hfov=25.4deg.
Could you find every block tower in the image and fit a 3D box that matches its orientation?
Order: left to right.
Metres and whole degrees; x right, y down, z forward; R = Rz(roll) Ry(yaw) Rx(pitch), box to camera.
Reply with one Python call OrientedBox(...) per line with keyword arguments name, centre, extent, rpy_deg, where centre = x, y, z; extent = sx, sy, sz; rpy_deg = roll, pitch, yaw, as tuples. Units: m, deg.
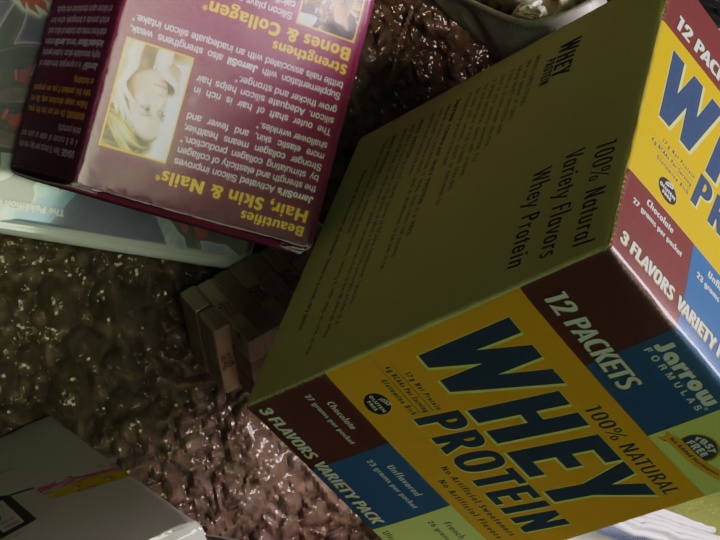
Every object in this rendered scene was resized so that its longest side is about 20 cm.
OrientedBox(name="block tower", centre=(0.000, 0.000, 0.891), extent=(0.199, 0.054, 0.058), rpy_deg=(-30, 143, -21))

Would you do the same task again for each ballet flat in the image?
OrientedBox(name="ballet flat", centre=(0.047, -0.167, 0.824), extent=(0.067, 0.200, 0.064), rpy_deg=(-39, 151, -28))

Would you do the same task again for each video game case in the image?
OrientedBox(name="video game case", centre=(-0.131, -0.103, 0.827), extent=(0.199, 0.023, 0.184), rpy_deg=(9, 94, -31))

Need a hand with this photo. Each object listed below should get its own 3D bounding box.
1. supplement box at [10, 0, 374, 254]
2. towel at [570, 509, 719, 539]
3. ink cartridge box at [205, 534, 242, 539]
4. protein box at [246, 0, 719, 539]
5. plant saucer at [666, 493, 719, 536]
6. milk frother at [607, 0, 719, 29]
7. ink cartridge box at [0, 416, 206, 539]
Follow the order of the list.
OrientedBox(name="supplement box", centre=(-0.075, -0.124, 0.783), extent=(0.130, 0.103, 0.202), rpy_deg=(16, 90, -31))
OrientedBox(name="towel", centre=(0.118, 0.210, 0.952), extent=(0.146, 0.024, 0.200), rpy_deg=(24, 118, -40))
OrientedBox(name="ink cartridge box", centre=(-0.006, 0.194, 0.840), extent=(0.145, 0.200, 0.085), rpy_deg=(17, 79, -31))
OrientedBox(name="protein box", centre=(0.087, 0.005, 0.734), extent=(0.135, 0.199, 0.199), rpy_deg=(46, 40, -23))
OrientedBox(name="plant saucer", centre=(0.200, 0.180, 1.013), extent=(0.199, 0.048, 0.200), rpy_deg=(29, 114, -30))
OrientedBox(name="milk frother", centre=(0.205, -0.052, 0.897), extent=(0.181, 0.199, 0.189), rpy_deg=(-48, 157, -31))
OrientedBox(name="ink cartridge box", centre=(-0.154, 0.183, 0.758), extent=(0.144, 0.200, 0.148), rpy_deg=(-25, 110, -24))
